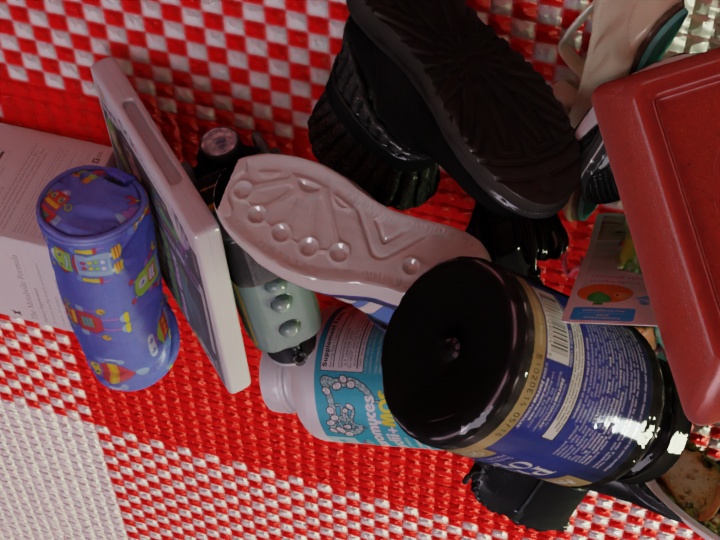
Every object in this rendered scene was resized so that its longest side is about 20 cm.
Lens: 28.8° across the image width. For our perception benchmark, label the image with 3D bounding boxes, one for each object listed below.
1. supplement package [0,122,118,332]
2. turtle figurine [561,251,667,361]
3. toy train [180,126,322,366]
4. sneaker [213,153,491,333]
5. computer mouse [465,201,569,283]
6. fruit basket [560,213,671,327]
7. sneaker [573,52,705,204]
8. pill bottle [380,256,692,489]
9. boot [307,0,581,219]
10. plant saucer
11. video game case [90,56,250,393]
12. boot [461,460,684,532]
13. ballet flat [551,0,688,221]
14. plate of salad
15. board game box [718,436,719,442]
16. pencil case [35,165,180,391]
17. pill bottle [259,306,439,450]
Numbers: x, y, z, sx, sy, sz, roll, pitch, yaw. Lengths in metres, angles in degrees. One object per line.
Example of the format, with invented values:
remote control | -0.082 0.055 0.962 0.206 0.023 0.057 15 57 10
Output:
supplement package | -0.298 -0.043 1.132 0.197 0.110 0.115 12 143 13
turtle figurine | 0.196 0.060 1.035 0.148 0.102 0.201 16 158 21
toy train | -0.077 -0.013 1.049 0.084 0.115 0.201 -21 140 -8
sneaker | 0.000 0.000 0.955 0.197 0.082 0.147 20 164 10
computer mouse | 0.112 -0.004 0.976 0.045 0.142 0.201 -5 141 -10
fruit basket | 0.220 -0.005 0.830 0.182 0.200 0.095 4 104 16
sneaker | 0.216 -0.078 0.801 0.198 0.087 0.080 -24 144 19
pill bottle | 0.115 0.071 0.861 0.111 0.114 0.199 -19 150 41
boot | 0.048 -0.080 0.889 0.212 0.079 0.159 57 150 26
plant saucer | 0.239 -0.043 0.733 0.197 0.202 0.037 -16 161 8
video game case | -0.139 -0.030 1.041 0.023 0.183 0.201 -25 147 -14
boot | 0.193 0.182 1.212 0.196 0.074 0.163 29 141 1
ballet flat | 0.147 -0.113 0.879 0.069 0.070 0.201 19 142 2
plate of salad | 0.305 0.179 1.073 0.198 0.200 0.049 22 104 -2
board game box | 0.397 0.146 1.033 0.198 0.044 0.199 26 167 -6
pencil case | -0.183 0.006 1.051 0.077 0.087 0.201 25 148 20
pill bottle | 0.019 0.087 1.143 0.197 0.112 0.111 1 140 25
